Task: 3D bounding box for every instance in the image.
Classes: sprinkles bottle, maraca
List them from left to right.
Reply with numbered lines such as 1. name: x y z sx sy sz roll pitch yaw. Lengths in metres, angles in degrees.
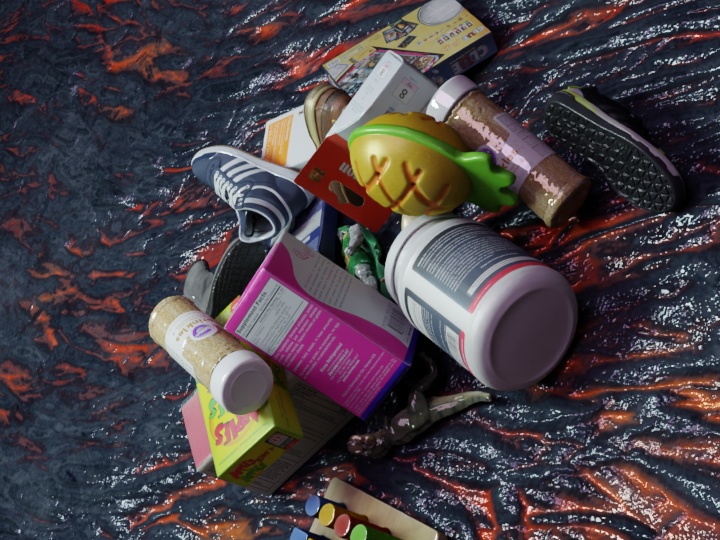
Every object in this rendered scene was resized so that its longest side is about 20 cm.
1. sprinkles bottle: -0.176 0.095 1.403 0.199 0.068 0.069 32 93 50
2. maraca: 0.078 -0.111 1.333 0.198 0.137 0.108 16 71 19
3. sprinkles bottle: 0.164 -0.135 1.366 0.200 0.068 0.068 43 103 22

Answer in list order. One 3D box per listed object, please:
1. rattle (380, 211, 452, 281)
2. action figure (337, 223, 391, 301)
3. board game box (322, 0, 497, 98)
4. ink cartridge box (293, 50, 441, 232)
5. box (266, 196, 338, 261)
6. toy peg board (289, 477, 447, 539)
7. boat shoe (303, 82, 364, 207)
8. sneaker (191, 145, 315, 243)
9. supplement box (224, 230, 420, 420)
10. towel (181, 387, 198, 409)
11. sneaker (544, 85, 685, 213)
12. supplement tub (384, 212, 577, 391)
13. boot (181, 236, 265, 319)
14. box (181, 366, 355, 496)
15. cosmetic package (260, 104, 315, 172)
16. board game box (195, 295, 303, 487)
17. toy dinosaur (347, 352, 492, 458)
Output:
1. rattle: 0.114 -0.062 1.435 0.141 0.131 0.202 11 52 8
2. action figure: 0.000 0.000 1.537 0.201 0.054 0.119 -109 25 -56
3. board game box: 0.063 -0.278 1.597 0.199 0.035 0.136 -31 42 -3
4. ink cartridge box: 0.038 -0.147 1.512 0.201 0.162 0.057 -55 39 7
5. box: -0.083 -0.015 1.625 0.121 0.032 0.201 -40 23 25
6. toy peg board: -0.033 0.345 1.358 0.198 0.097 0.202 17 81 50
7. boat shoe: -0.014 -0.144 1.558 0.067 0.201 0.072 26 57 39
8. sneaker: -0.171 -0.105 1.677 0.198 0.071 0.109 17 49 25
9. supplement box: -0.041 0.062 1.405 0.104 0.199 0.101 -52 7 28
10. towel: -0.137 0.103 1.590 0.200 0.146 0.022 -45 76 21
11. sneaker: 0.286 -0.144 1.309 0.200 0.082 0.072 46 146 30
12. supplement tub: 0.128 0.028 1.329 0.141 0.140 0.200 -57 39 5
13. boot: -0.209 0.016 1.736 0.132 0.069 0.202 49 121 49
14. box: -0.109 0.167 1.519 0.200 0.127 0.110 -44 42 19
15. cosmetic package: -0.049 -0.180 1.701 0.199 0.071 0.103 -18 56 40
16. board game box: -0.138 0.139 1.430 0.101 0.047 0.201 -42 44 22
17. toy dinosaur: 0.067 0.150 1.405 0.199 0.047 0.089 -30 55 30
